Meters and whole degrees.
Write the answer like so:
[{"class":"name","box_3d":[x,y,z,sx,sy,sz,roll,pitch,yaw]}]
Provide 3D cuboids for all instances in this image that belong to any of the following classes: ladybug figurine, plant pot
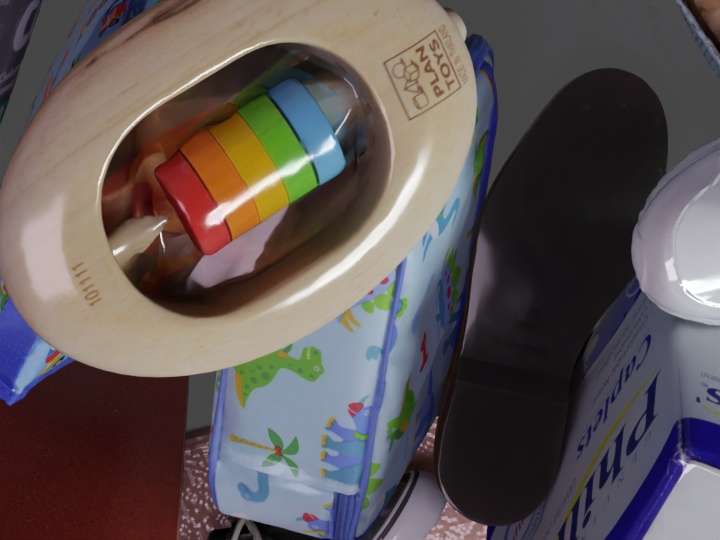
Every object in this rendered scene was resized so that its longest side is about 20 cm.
[{"class":"ladybug figurine","box_3d":[-0.047,-0.042,1.119,0.200,0.072,0.136,-29,107,-13]},{"class":"plant pot","box_3d":[-0.197,0.138,1.336,0.176,0.200,0.200,22,118,-13]}]

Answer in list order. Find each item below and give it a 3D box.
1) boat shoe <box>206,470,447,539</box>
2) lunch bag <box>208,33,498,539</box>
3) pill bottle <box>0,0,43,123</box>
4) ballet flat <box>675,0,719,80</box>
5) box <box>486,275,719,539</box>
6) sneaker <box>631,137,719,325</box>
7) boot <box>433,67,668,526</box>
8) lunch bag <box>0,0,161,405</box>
[{"class":"boat shoe","box_3d":[-0.044,0.145,1.396,0.064,0.071,0.200,45,118,-11]},{"class":"lunch bag","box_3d":[0.000,0.000,1.268,0.082,0.161,0.201,14,120,10]},{"class":"pill bottle","box_3d":[-0.180,-0.150,1.266,0.113,0.113,0.201,24,118,1]},{"class":"ballet flat","box_3d":[0.155,-0.114,1.230,0.074,0.074,0.200,-33,104,24]},{"class":"box","box_3d":[0.134,0.108,1.258,0.105,0.200,0.184,23,118,-9]},{"class":"sneaker","box_3d":[0.205,-0.023,1.198,0.199,0.099,0.078,-11,97,-21]},{"class":"boot","box_3d":[0.074,0.007,1.301,0.073,0.075,0.201,20,93,-8]},{"class":"lunch bag","box_3d":[-0.105,-0.045,1.248,0.094,0.200,0.151,31,118,-2]}]
